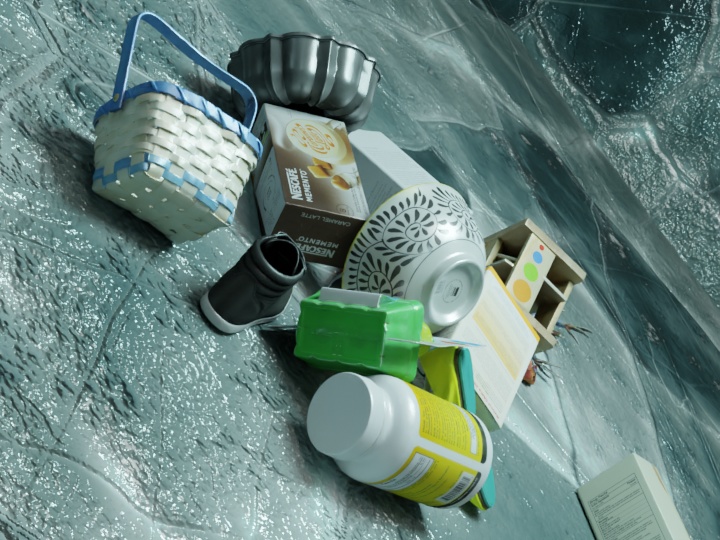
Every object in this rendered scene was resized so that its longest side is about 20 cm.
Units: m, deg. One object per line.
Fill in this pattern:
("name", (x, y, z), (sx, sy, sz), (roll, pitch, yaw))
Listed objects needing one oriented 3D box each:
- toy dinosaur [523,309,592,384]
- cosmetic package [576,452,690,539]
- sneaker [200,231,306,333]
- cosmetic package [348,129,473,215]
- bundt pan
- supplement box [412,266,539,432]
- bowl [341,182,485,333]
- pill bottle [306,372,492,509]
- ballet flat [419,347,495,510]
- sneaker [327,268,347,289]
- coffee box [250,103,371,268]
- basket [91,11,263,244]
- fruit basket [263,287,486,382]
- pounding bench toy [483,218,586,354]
("toy dinosaur", (0.256, 0.107, 2.011), (0.200, 0.105, 0.181), (20, 21, 29))
("cosmetic package", (0.379, 0.359, 1.768), (0.071, 0.105, 0.200), (33, 29, -42))
("sneaker", (-0.089, 0.003, 1.402), (0.071, 0.099, 0.200), (50, 20, 2))
("cosmetic package", (0.044, -0.108, 1.792), (0.101, 0.071, 0.200), (-3, 40, -51))
("bundt pan", (-0.074, -0.223, 1.688), (0.202, 0.202, 0.076), (26, 59, -48))
("supplement box", (0.142, 0.103, 1.655), (0.126, 0.073, 0.200), (55, 35, -15))
("bowl", (0.084, 0.006, 1.559), (0.094, 0.201, 0.201), (35, 7, 41))
("pill bottle", (0.040, 0.174, 1.369), (0.200, 0.112, 0.113), (29, 31, -45))
("ballet flat", (0.109, 0.183, 1.537), (0.067, 0.067, 0.201), (-27, 107, -67))
("sneaker", (0.000, 0.001, 1.645), (0.108, 0.067, 0.201), (30, 31, 34))
("coffee box", (-0.066, -0.104, 1.596), (0.114, 0.080, 0.200), (11, 38, -21))
("basket", (-0.189, -0.145, 1.354), (0.176, 0.139, 0.200), (35, 57, -36))
("fruit basket", (0.020, 0.064, 1.447), (0.200, 0.185, 0.094), (-5, 100, -62))
("pounding bench toy", (0.188, 0.049, 1.869), (0.124, 0.200, 0.156), (42, 55, -17))
